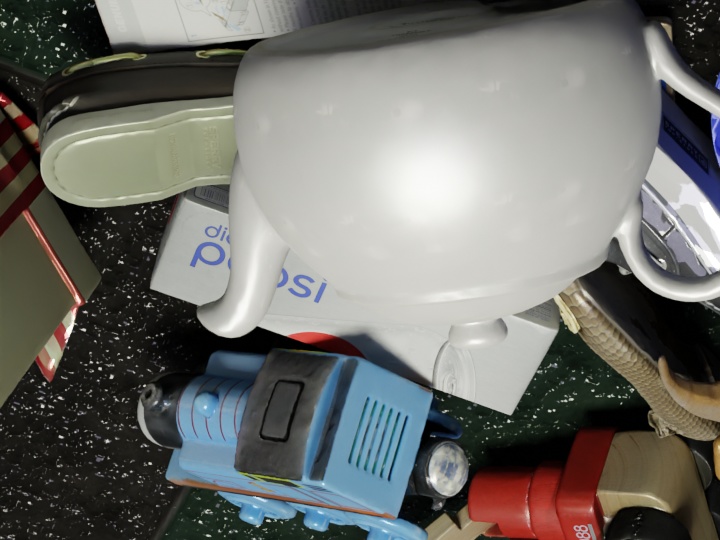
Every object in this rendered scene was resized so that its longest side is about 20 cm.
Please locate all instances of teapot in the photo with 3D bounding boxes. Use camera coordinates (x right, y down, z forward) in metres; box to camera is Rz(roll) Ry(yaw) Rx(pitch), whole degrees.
[{"bbox_3d":[0.046,-0.039,1.020,0.197,0.200,0.147,-15,101,-27],"label":"teapot"}]

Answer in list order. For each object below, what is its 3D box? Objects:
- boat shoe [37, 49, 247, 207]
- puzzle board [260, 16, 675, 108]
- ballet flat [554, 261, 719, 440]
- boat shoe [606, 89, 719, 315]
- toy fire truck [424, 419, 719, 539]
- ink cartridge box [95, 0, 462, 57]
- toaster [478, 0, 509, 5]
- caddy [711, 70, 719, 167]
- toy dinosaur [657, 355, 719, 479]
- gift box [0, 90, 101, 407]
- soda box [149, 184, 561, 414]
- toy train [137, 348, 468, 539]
[{"bbox_3d":[-0.054,-0.076,1.134,0.200,0.061,0.072,-3,137,-10],"label":"boat shoe"},{"bbox_3d":[0.058,-0.064,1.183,0.199,0.017,0.151,0,130,9],"label":"puzzle board"},{"bbox_3d":[0.137,0.041,1.203,0.046,0.068,0.200,-26,147,20],"label":"ballet flat"},{"bbox_3d":[0.142,-0.028,1.142,0.068,0.072,0.200,-32,117,28],"label":"boat shoe"},{"bbox_3d":[0.105,0.179,1.334,0.199,0.129,0.177,0,133,26],"label":"toy fire truck"},{"bbox_3d":[-0.052,-0.192,1.068,0.173,0.044,0.201,-4,131,14],"label":"ink cartridge box"},{"bbox_3d":[0.110,-0.201,0.985,0.199,0.114,0.130,-11,127,13],"label":"toaster"},{"bbox_3d":[0.262,-0.062,1.093,0.199,0.105,0.142,6,110,5],"label":"caddy"},{"bbox_3d":[0.208,0.067,1.211,0.199,0.060,0.107,-8,118,-30],"label":"toy dinosaur"},{"bbox_3d":[-0.251,0.008,1.181,0.184,0.187,0.201,-17,111,21],"label":"gift box"},{"bbox_3d":[0.000,0.000,1.195,0.199,0.064,0.068,20,132,-8],"label":"soda box"},{"bbox_3d":[-0.035,0.087,1.245,0.114,0.087,0.199,30,163,-39],"label":"toy train"}]
